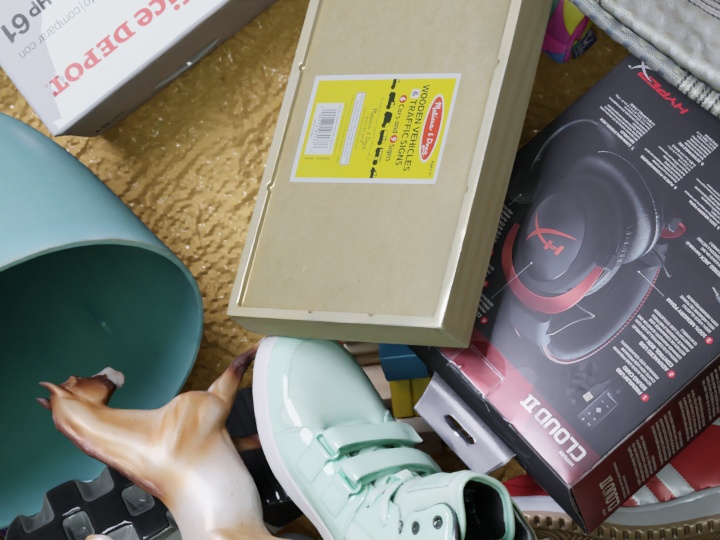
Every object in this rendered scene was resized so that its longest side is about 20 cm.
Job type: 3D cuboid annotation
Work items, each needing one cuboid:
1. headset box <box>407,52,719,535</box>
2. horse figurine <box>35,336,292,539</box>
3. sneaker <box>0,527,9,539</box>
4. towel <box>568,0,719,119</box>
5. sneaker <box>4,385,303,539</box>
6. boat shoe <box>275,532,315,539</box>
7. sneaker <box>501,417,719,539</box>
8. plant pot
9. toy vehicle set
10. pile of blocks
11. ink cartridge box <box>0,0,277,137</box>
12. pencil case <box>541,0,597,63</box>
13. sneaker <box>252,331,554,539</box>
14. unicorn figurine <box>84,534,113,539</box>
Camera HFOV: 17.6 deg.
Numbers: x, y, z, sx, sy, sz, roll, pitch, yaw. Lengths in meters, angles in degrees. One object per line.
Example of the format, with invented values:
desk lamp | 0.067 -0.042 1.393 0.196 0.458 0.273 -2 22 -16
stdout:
headset box | 0.114 0.015 1.112 0.200 0.075 0.149 -41 64 -7
horse figurine | -0.054 0.114 1.131 0.200 0.132 0.050 60 143 16
sneaker | -0.168 0.218 1.251 0.080 0.083 0.201 -11 108 28
towel | 0.218 -0.141 1.128 0.200 0.035 0.193 37 56 3
sneaker | -0.082 0.126 1.223 0.199 0.089 0.074 -22 55 0
boat shoe | -0.027 0.242 1.229 0.070 0.071 0.201 -39 65 51
sneaker | 0.128 0.094 1.167 0.199 0.071 0.113 -4 53 0
plant pot | -0.206 0.010 1.180 0.201 0.200 0.161 -46 58 9
toy vehicle set | 0.016 -0.064 1.110 0.124 0.026 0.201 4 71 35
pile of blocks | 0.000 0.000 1.202 0.062 0.082 0.201 -7 94 9
ink cartridge box | -0.151 -0.188 1.210 0.144 0.085 0.200 -37 89 9
pencil case | 0.047 -0.182 1.184 0.199 0.088 0.089 30 98 3
sneaker | 0.024 0.093 1.080 0.118 0.074 0.201 -48 61 48
unicorn figurine | -0.104 0.198 1.138 0.137 0.074 0.200 41 144 -18
